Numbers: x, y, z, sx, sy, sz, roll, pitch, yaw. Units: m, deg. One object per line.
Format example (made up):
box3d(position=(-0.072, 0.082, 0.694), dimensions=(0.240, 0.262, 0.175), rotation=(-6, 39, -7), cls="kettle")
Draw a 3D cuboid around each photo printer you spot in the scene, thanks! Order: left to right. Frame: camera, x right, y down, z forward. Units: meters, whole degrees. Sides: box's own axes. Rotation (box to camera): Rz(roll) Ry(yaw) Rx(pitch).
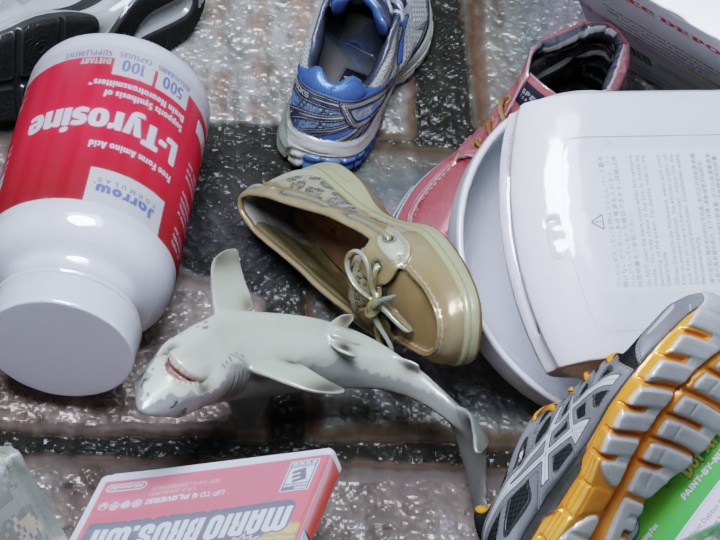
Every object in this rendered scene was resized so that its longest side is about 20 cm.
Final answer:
box3d(position=(0.174, -0.021, 1.304), dimensions=(0.200, 0.069, 0.167), rotation=(-3, 77, -22), cls="photo printer")

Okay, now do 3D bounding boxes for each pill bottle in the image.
box3d(position=(-0.155, -0.032, 1.330), dimensions=(0.112, 0.112, 0.200), rotation=(9, 50, -1), cls="pill bottle")

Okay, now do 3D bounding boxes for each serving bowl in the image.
box3d(position=(0.136, -0.002, 1.358), dimensions=(0.200, 0.066, 0.200), rotation=(6, 73, -20), cls="serving bowl")

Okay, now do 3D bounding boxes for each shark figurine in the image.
box3d(position=(-0.028, 0.069, 1.287), dimensions=(0.214, 0.090, 0.128), rotation=(13, 39, -16), cls="shark figurine")

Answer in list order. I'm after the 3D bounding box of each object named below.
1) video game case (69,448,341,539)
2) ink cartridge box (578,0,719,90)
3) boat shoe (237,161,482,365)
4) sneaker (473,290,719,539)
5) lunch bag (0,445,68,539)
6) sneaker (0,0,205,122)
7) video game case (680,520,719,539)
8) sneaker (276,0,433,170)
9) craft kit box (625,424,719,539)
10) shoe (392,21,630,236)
box3d(position=(-0.101, 0.165, 1.168), dimensions=(0.143, 0.017, 0.200), rotation=(-9, 32, 24), cls="video game case")
box3d(position=(0.214, -0.166, 1.437), dimensions=(0.145, 0.200, 0.084), rotation=(33, 86, 18), cls="ink cartridge box")
box3d(position=(0.000, 0.000, 1.331), dimensions=(0.063, 0.073, 0.200), rotation=(-10, 28, -30), cls="boat shoe")
box3d(position=(0.126, 0.090, 1.231), dimensions=(0.078, 0.200, 0.077), rotation=(26, 13, -42), cls="sneaker")
box3d(position=(-0.246, 0.169, 1.130), dimensions=(0.164, 0.200, 0.118), rotation=(-36, 107, -29), cls="lunch bag")
box3d(position=(-0.207, -0.164, 1.470), dimensions=(0.200, 0.076, 0.115), rotation=(-28, 51, -37), cls="sneaker")
box3d(position=(0.140, 0.212, 1.140), dimensions=(0.200, 0.022, 0.182), rotation=(-25, 31, 3), cls="video game case")
box3d(position=(0.005, -0.154, 1.474), dimensions=(0.077, 0.085, 0.200), rotation=(14, 49, 3), cls="sneaker")
box3d(position=(0.252, 0.136, 1.220), dimensions=(0.198, 0.200, 0.049), rotation=(43, 12, 22), cls="craft kit box")
box3d(position=(0.092, -0.077, 1.419), dimensions=(0.071, 0.091, 0.200), rotation=(37, 55, 21), cls="shoe")
